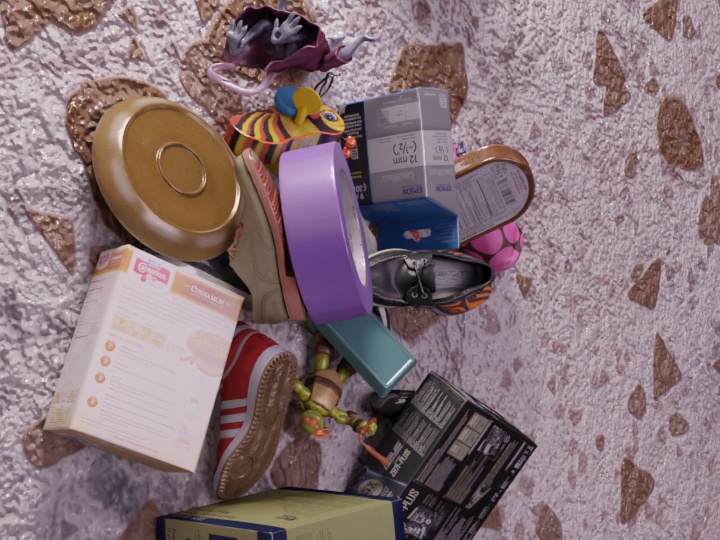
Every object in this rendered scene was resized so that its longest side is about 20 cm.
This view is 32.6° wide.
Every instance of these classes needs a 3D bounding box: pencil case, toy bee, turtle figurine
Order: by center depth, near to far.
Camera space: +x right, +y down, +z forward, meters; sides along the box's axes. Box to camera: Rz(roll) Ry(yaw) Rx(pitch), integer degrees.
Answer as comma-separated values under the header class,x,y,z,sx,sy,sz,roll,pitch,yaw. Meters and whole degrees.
class,x,y,z,sx,sy,sz,roll,pitch,yaw
toy bee,-0.062,-0.173,1.475,0.200,0.109,0.131,-42,162,-24
turtle figurine,-0.035,0.146,1.517,0.199,0.064,0.162,31,55,-11
pencil case,0.153,-0.090,1.722,0.200,0.090,0.094,51,38,-33

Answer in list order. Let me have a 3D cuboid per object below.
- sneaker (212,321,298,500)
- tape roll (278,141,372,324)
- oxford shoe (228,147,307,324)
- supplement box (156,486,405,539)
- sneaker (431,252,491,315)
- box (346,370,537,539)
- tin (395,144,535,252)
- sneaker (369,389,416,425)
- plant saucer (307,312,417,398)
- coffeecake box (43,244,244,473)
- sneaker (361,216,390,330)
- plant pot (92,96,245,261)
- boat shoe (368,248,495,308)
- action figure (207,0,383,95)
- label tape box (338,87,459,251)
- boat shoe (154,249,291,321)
class,x,y,z,sx,sy,sz,roll,pitch,yaw
sneaker,-0.145,0.156,1.420,0.071,0.112,0.201,2,116,-47
tape roll,-0.037,-0.042,1.408,0.200,0.065,0.202,-11,90,-83
oxford shoe,-0.115,-0.032,1.345,0.071,0.073,0.202,-80,156,-74
supplement box,-0.085,0.328,1.362,0.199,0.199,0.136,-4,89,-46
sneaker,0.136,0.020,1.673,0.199,0.111,0.078,5,84,-45
box,0.104,0.258,1.587,0.163,0.086,0.201,33,92,-39
tin,0.137,-0.092,1.640,0.112,0.199,0.042,61,8,-29
sneaker,0.088,0.203,1.638,0.199,0.075,0.080,18,77,-43
plant saucer,-0.016,0.060,1.512,0.200,0.019,0.070,47,64,1
coffeecake box,-0.227,0.096,1.312,0.153,0.073,0.202,26,69,-32
sneaker,0.000,0.000,1.567,0.079,0.074,0.202,-34,111,-47
plant pot,-0.201,-0.107,1.352,0.199,0.027,0.202,24,52,-34
boat shoe,0.083,0.010,1.533,0.198,0.066,0.075,5,83,-32
action figure,-0.070,-0.264,1.491,0.150,0.133,0.200,-60,163,12
label tape box,0.048,-0.122,1.571,0.066,0.143,0.202,-3,89,-46
boat shoe,-0.147,0.004,1.413,0.199,0.075,0.061,29,73,-41
